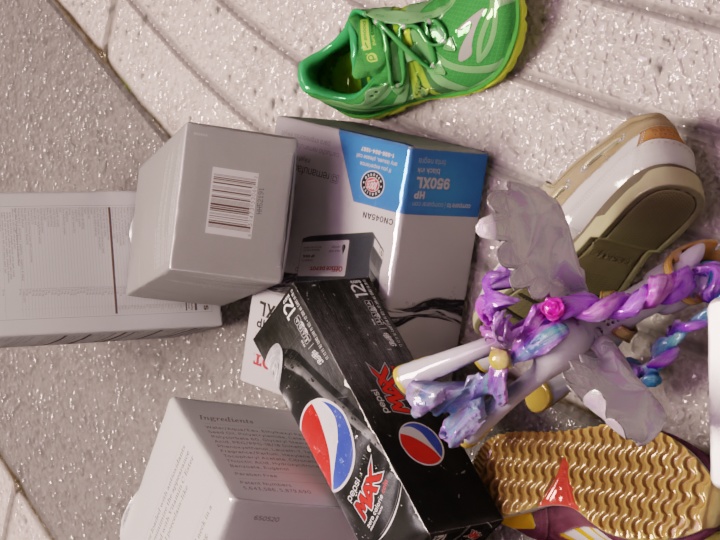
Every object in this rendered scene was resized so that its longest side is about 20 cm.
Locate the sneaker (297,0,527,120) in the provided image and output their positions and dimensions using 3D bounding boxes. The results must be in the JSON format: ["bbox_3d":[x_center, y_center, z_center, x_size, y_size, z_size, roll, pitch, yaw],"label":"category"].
[{"bbox_3d":[0.035,-0.152,1.252,0.199,0.083,0.075,-23,74,42],"label":"sneaker"}]

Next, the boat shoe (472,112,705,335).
[{"bbox_3d":[0.144,-0.024,1.159,0.200,0.074,0.069,-41,42,39],"label":"boat shoe"}]

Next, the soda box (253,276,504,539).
[{"bbox_3d":[0.009,0.101,1.164,0.063,0.070,0.201,-54,54,38],"label":"soda box"}]

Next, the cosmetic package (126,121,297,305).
[{"bbox_3d":[-0.112,-0.036,1.291,0.200,0.090,0.108,162,114,-76],"label":"cosmetic package"}]

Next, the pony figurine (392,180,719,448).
[{"bbox_3d":[0.121,0.038,1.078,0.200,0.193,0.167,-31,78,33],"label":"pony figurine"}]

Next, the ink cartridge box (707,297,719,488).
[{"bbox_3d":[0.297,0.068,0.992,0.199,0.067,0.117,-2,88,40],"label":"ink cartridge box"}]

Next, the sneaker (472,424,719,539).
[{"bbox_3d":[0.162,0.140,1.120,0.199,0.090,0.075,2,71,50],"label":"sneaker"}]

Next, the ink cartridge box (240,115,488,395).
[{"bbox_3d":[0.000,0.000,1.284,0.144,0.084,0.201,16,101,44],"label":"ink cartridge box"}]

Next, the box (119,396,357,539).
[{"bbox_3d":[-0.055,0.211,1.240,0.131,0.199,0.200,49,124,52],"label":"box"}]

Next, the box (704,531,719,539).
[{"bbox_3d":[0.181,0.216,1.127,0.200,0.050,0.076,-27,71,41],"label":"box"}]

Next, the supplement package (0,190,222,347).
[{"bbox_3d":[-0.222,0.000,1.409,0.109,0.199,0.114,-15,78,63],"label":"supplement package"}]
